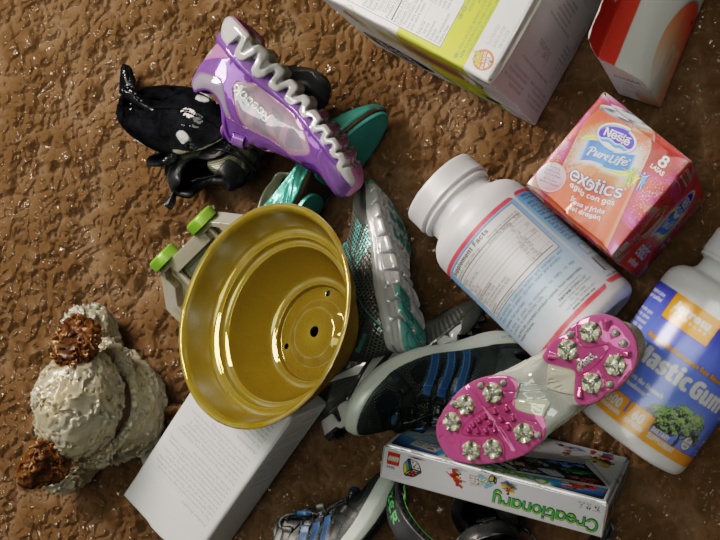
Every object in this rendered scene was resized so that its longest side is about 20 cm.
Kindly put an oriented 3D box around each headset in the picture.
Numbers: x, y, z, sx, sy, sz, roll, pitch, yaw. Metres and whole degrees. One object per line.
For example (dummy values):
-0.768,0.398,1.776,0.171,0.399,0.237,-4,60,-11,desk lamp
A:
0.124,0.227,1.095,0.199,0.124,0.094,22,121,-10,headset

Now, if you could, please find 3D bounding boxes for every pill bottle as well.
0.141,-0.011,1.112,0.200,0.109,0.109,45,99,17,pill bottle
0.288,0.066,1.057,0.112,0.112,0.200,36,97,17,pill bottle

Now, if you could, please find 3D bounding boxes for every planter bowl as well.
-0.063,0.047,1.083,0.200,0.083,0.201,-13,68,35,planter bowl

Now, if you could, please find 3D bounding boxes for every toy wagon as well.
-0.109,0.007,1.181,0.155,0.040,0.200,46,126,-6,toy wagon

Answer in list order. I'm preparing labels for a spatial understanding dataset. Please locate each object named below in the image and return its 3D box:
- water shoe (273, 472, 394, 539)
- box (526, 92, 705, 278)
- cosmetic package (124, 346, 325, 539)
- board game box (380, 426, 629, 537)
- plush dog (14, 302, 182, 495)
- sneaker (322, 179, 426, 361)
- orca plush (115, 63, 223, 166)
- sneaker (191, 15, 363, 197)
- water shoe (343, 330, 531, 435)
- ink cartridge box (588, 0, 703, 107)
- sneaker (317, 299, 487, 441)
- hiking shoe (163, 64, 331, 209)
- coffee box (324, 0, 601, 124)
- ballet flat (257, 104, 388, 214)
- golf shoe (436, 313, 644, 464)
-0.044,0.256,1.157,0.079,0.071,0.200,40,98,13,water shoe
0.224,-0.067,1.042,0.095,0.200,0.100,42,98,18,box
-0.132,0.175,1.178,0.101,0.071,0.200,42,113,17,cosmetic package
0.131,0.176,1.088,0.199,0.126,0.035,12,103,19,board game box
-0.262,0.135,1.195,0.160,0.172,0.201,10,87,18,plush dog
0.000,0.000,1.146,0.091,0.078,0.201,-20,49,17,sneaker
-0.209,-0.174,1.216,0.105,0.071,0.200,-48,41,2,orca plush
-0.081,-0.137,1.132,0.088,0.080,0.200,-42,87,8,sneaker
0.081,0.110,1.084,0.079,0.199,0.072,47,145,38,water shoe
0.259,-0.242,1.046,0.050,0.200,0.163,23,93,18,ink cartridge box
0.025,0.075,1.164,0.200,0.066,0.091,-37,78,14,sneaker
-0.111,-0.126,1.207,0.199,0.076,0.101,-26,49,23,hiking shoe
0.104,-0.277,1.100,0.197,0.200,0.201,30,95,19,coffee box
-0.054,-0.094,1.207,0.070,0.067,0.200,37,95,31,ballet flat
0.156,0.104,1.022,0.200,0.091,0.076,-32,76,26,golf shoe
